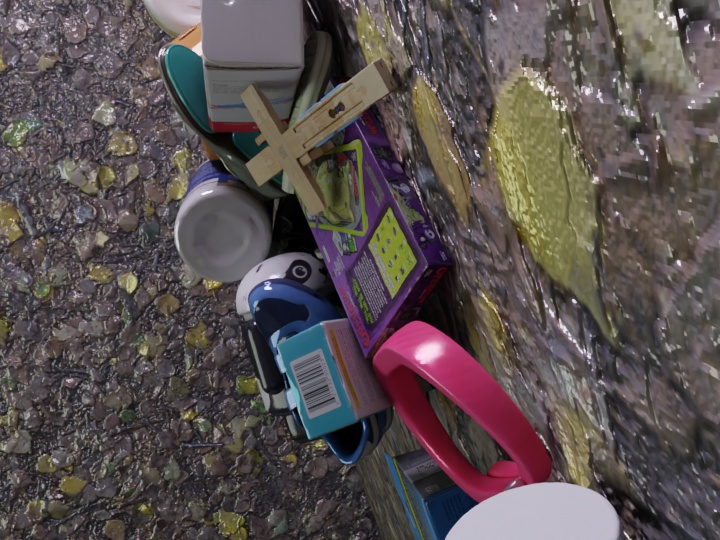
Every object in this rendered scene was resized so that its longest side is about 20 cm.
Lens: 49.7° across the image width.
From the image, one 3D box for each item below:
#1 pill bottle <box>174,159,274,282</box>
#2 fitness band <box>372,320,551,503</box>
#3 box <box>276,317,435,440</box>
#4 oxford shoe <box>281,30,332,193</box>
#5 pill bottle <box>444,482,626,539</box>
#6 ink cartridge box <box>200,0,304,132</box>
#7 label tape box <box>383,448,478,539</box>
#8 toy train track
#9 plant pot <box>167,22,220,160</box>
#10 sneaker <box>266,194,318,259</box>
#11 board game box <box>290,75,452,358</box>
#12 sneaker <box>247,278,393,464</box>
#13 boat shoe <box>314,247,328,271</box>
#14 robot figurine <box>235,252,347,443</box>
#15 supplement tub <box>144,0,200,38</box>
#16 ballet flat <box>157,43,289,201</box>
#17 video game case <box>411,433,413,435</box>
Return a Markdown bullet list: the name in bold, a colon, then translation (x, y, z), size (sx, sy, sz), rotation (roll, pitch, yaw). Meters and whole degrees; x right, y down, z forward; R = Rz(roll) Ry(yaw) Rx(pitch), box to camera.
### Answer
- **pill bottle**: translation (-0.160, -0.076, 0.943), size (0.201, 0.109, 0.113), rotation (-102, -5, -65)
- **fitness band**: translation (0.065, 0.106, 0.561), size (0.144, 0.037, 0.200), rotation (49, 166, 7)
- **box**: translation (0.005, 0.086, 0.693), size (0.199, 0.049, 0.084), rotation (1, -114, -66)
- **oxford shoe**: translation (-0.040, -0.146, 0.750), size (0.201, 0.057, 0.076), rotation (107, 168, -55)
- **pill bottle**: translation (0.115, 0.226, 0.413), size (0.114, 0.112, 0.203), rotation (-142, 32, -74)
- **ink cartridge box**: translation (-0.101, -0.220, 0.696), size (0.200, 0.084, 0.151), rotation (166, 102, -78)
- **label tape box**: translation (0.094, 0.270, 0.836), size (0.200, 0.062, 0.146), rotation (-171, 61, -81)
- **toy train track**: translation (-0.031, -0.115, 0.612), size (0.199, 0.032, 0.116), rotation (-22, 101, 54)
- **plant pot**: translation (-0.139, -0.219, 0.914), size (0.200, 0.138, 0.203), rotation (159, 90, -83)
- **sneaker**: translation (-0.069, -0.032, 0.932), size (0.201, 0.073, 0.107), rotation (112, 161, -45)
- **board game box**: translation (-0.001, -0.046, 0.637), size (0.121, 0.032, 0.202), rotation (-54, 49, 41)
- **sneaker**: translation (-0.040, 0.097, 0.739), size (0.201, 0.073, 0.082), rotation (53, -150, -11)
- **boat shoe**: translation (0.000, 0.000, 0.766), size (0.200, 0.071, 0.069), rotation (-151, 43, -74)
- **robot figurine**: translation (-0.062, 0.081, 0.854), size (0.150, 0.123, 0.203), rotation (166, 87, -78)
- **supplement tub**: translation (-0.221, -0.382, 1.040), size (0.200, 0.142, 0.147), rotation (-137, 27, -71)
- **ballet flat**: translation (-0.149, -0.148, 0.823), size (0.063, 0.068, 0.200), rotation (-16, 127, 46)
- **video game case**: translation (0.033, 0.075, 0.913), size (0.201, 0.023, 0.184), rotation (83, 165, -56)
